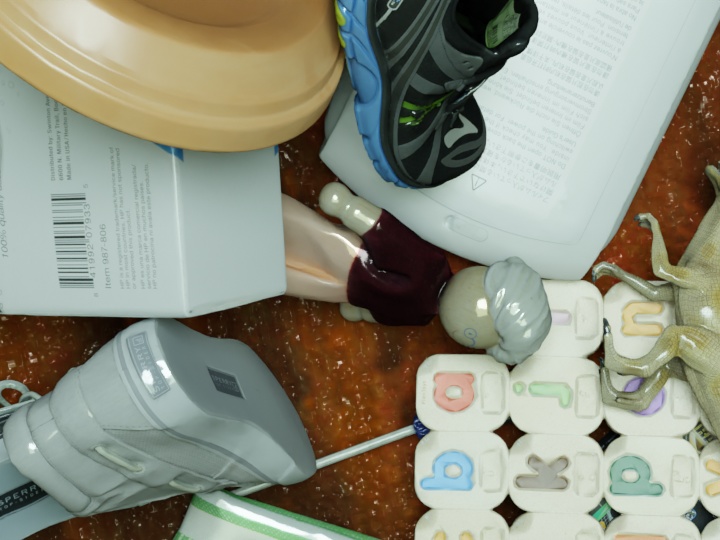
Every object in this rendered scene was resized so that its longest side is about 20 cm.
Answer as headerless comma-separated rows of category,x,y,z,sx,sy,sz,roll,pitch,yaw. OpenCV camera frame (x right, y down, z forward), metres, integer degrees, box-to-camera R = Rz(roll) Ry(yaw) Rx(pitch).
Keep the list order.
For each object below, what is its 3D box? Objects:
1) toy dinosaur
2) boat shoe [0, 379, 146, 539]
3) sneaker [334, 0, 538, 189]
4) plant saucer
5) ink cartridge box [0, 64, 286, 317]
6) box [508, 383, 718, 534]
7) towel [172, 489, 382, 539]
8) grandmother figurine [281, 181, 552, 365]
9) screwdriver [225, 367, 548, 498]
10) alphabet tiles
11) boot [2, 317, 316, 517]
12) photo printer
toy dinosaur,0.170,0.041,0.909,0.101,0.058,0.201,-5,82,4
boat shoe,-0.164,0.095,0.933,0.199,0.068,0.074,-27,125,-24
sneaker,0.038,-0.093,0.801,0.082,0.200,0.071,-1,65,8
plant saucer,-0.089,-0.134,0.754,0.200,0.200,0.037,32,127,-7
ink cartridge box,-0.141,-0.055,0.867,0.199,0.084,0.145,0,97,32
box,0.177,0.184,0.981,0.198,0.050,0.200,-44,96,1
towel,-0.052,0.227,0.979,0.152,0.023,0.201,19,98,-4
grandmother figurine,0.000,0.000,0.916,0.199,0.121,0.061,17,75,12
screwdriver,0.014,0.090,0.970,0.199,0.029,0.028,-21,97,-3
alphabet tiles,0.125,0.105,0.941,0.194,0.015,0.201,0,83,5
boot,-0.097,0.080,0.893,0.095,0.200,0.074,-29,65,11
photo printer,0.081,-0.104,0.933,0.166,0.069,0.201,24,94,-6
